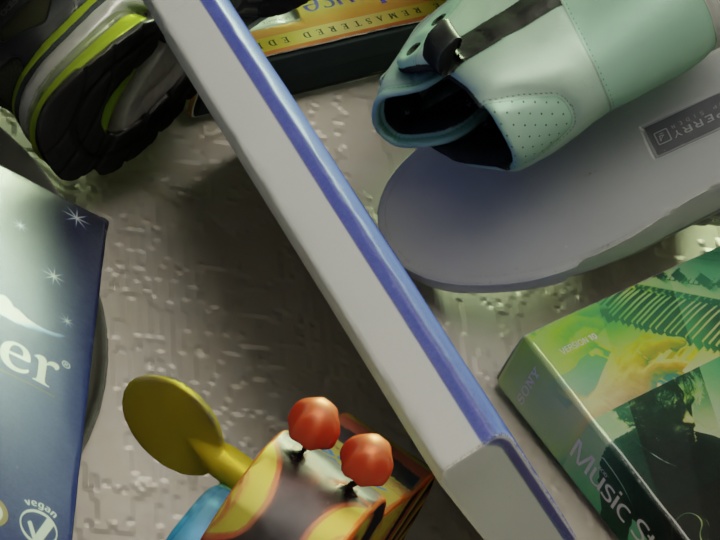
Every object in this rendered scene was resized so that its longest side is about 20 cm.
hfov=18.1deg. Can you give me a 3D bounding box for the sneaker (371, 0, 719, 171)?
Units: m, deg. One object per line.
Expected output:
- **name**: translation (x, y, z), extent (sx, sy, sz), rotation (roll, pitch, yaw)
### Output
- **sneaker**: translation (0.034, -0.106, 0.821), extent (0.118, 0.074, 0.200), rotation (-35, 37, -11)

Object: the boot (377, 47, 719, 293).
- **boot**: translation (0.109, -0.033, 0.847), extent (0.199, 0.096, 0.074), rotation (-18, 71, 7)

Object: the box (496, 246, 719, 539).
- **box**: translation (0.162, 0.080, 0.798), extent (0.144, 0.036, 0.200), rotation (-23, 62, -33)

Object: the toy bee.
- **toy bee**: translation (-0.012, 0.081, 0.641), extent (0.131, 0.109, 0.200), rotation (26, 23, -10)

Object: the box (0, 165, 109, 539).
- **box**: translation (-0.135, 0.008, 0.651), extent (0.121, 0.032, 0.200), rotation (28, 32, -22)

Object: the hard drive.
- **hard drive**: translation (0.000, 0.000, 0.747), extent (0.025, 0.132, 0.200), rotation (-33, 64, 1)

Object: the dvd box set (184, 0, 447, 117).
- **dvd box set**: translation (-0.049, -0.155, 0.913), extent (0.146, 0.029, 0.200), rotation (-17, 59, -30)

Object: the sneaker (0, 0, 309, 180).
- **sneaker**: translation (-0.064, -0.123, 0.814), extent (0.081, 0.074, 0.200), rotation (37, 64, 23)

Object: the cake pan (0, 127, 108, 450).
- **cake pan**: translation (-0.176, 0.007, 0.731), extent (0.200, 0.037, 0.201), rotation (10, 50, -13)
